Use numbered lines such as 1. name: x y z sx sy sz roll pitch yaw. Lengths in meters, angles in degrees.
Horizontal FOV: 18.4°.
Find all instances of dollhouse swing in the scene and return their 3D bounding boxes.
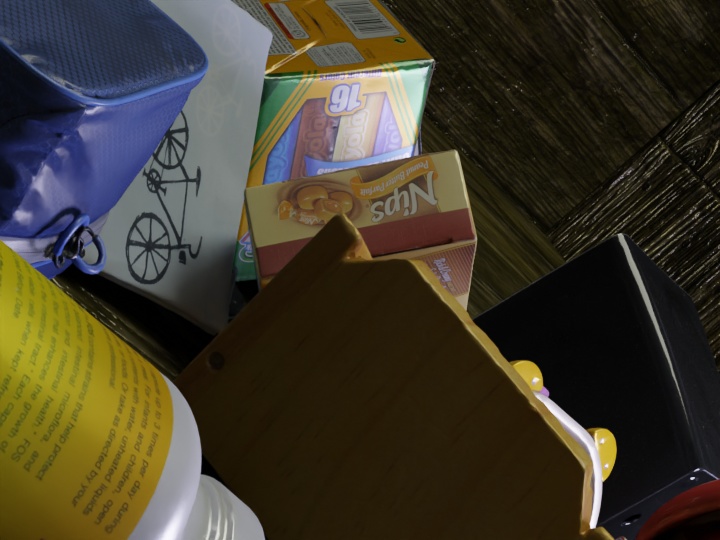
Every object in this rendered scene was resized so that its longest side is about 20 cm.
1. dollhouse swing: 0.034 0.100 1.076 0.200 0.182 0.176 50 19 16

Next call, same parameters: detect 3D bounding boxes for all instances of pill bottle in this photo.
1. pill bottle: -0.118 0.048 0.659 0.200 0.104 0.104 43 10 -33

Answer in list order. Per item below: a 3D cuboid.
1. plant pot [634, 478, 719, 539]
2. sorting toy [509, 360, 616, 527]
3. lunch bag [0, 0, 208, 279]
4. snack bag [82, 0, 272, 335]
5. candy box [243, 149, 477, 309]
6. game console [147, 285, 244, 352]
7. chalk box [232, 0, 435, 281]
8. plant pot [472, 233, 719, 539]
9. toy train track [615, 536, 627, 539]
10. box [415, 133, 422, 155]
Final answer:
1. plant pot: 0.225 0.215 1.137 0.200 0.200 0.183 43 46 -36
2. sorting toy: 0.058 0.099 1.498 0.180 0.107 0.200 29 -9 47
3. lunch bag: -0.168 -0.075 0.872 0.200 0.132 0.136 45 23 9
4. snack bag: -0.116 -0.083 1.153 0.200 0.021 0.189 30 63 -52
5. candy box: 0.000 0.000 1.235 0.200 0.115 0.055 89 -11 -72
6. game console: -0.102 -0.065 1.278 0.118 0.171 0.200 21 8 0
7. chalk box: -0.048 -0.075 1.435 0.124 0.200 0.125 -6 37 -27
8. plant pot: 0.177 0.119 1.667 0.178 0.199 0.200 65 14 24
9. toy train track: 0.177 0.211 1.344 0.115 0.033 0.200 44 7 -17
10. box: 0.009 -0.034 1.562 0.200 0.036 0.143 -156 -119 -75
